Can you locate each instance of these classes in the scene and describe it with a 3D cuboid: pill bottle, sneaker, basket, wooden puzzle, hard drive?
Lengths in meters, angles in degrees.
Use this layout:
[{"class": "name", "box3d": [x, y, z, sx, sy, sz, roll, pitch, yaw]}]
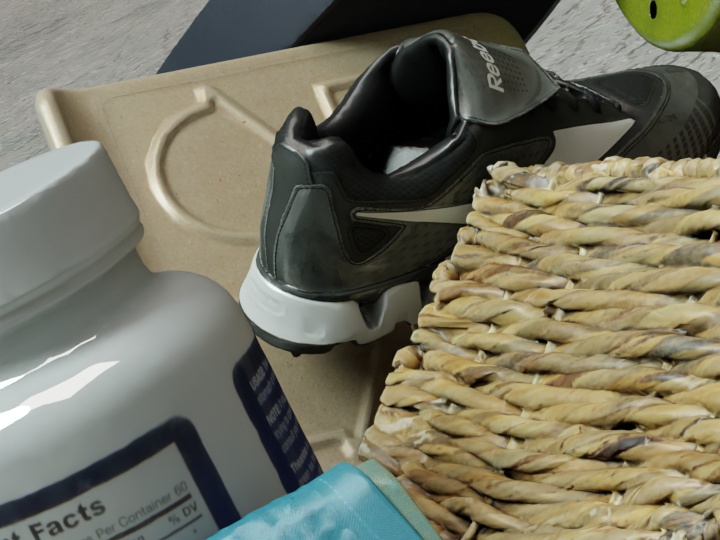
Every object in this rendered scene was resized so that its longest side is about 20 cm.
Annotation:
[{"class": "pill bottle", "box3d": [-0.065, 0.070, 0.726, 0.111, 0.201, 0.111, -25, 12, 6]}, {"class": "sneaker", "box3d": [0.048, -0.044, 0.863, 0.199, 0.091, 0.066, -22, 41, -28]}, {"class": "basket", "box3d": [0.116, 0.059, 0.765, 0.200, 0.149, 0.143, 1, 62, 56]}, {"class": "wooden puzzle", "box3d": [0.000, 0.000, 0.912, 0.199, 0.186, 0.046, -10, -33, -23]}, {"class": "hard drive", "box3d": [0.001, -0.093, 1.014, 0.134, 0.042, 0.200, -6, -22, -32]}]

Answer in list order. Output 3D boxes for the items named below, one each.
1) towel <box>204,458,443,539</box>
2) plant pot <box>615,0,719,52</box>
[{"class": "towel", "box3d": [-0.039, 0.146, 0.626, 0.200, 0.022, 0.147, -30, 62, -17]}, {"class": "plant pot", "box3d": [0.196, -0.153, 0.965, 0.192, 0.201, 0.200, -5, 10, -19]}]
